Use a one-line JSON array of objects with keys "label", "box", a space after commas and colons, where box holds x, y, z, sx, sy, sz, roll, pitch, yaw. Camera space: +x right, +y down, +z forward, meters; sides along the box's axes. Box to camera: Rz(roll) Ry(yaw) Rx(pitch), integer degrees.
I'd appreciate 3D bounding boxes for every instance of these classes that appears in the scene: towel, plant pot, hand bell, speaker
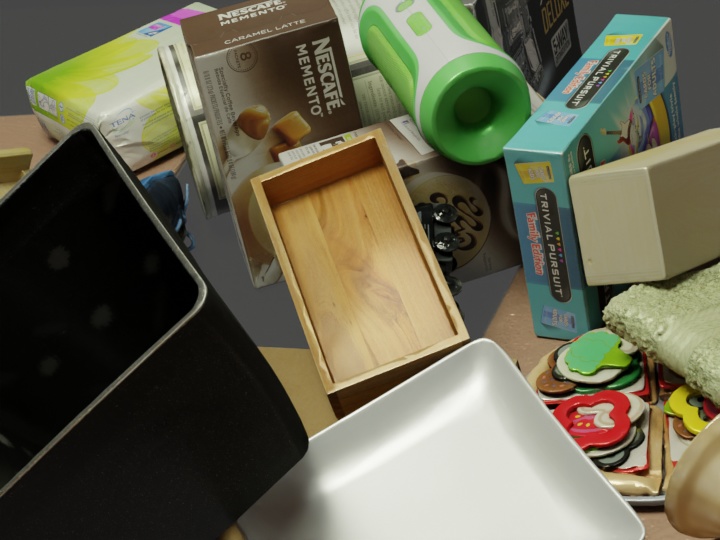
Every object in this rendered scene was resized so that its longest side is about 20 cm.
[{"label": "towel", "box": [0.270, 0.031, 1.282, 0.199, 0.037, 0.148, -14, 30, -28]}, {"label": "plant pot", "box": [-0.150, 0.072, 1.191, 0.199, 0.177, 0.200, -43, 44, 3]}, {"label": "hand bell", "box": [0.267, 0.165, 1.082, 0.104, 0.105, 0.200, -25, 45, -19]}, {"label": "speaker", "box": [0.057, -0.149, 1.430, 0.088, 0.089, 0.200, -17, 30, -7]}]

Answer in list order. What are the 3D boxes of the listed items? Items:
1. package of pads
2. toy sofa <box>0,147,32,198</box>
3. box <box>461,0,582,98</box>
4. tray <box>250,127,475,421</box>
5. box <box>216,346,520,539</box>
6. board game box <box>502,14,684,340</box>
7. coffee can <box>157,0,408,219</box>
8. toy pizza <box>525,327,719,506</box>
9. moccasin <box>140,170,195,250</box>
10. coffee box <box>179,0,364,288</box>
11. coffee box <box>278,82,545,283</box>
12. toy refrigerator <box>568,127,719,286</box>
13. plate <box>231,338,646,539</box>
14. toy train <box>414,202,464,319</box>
[{"label": "package of pads", "box": [-0.181, -0.167, 1.801, 0.199, 0.069, 0.154, -29, 33, -24]}, {"label": "toy sofa", "box": [-0.246, 0.004, 1.488, 0.082, 0.098, 0.200, -11, 45, -40]}, {"label": "box", "box": [0.120, -0.191, 1.634, 0.049, 0.159, 0.200, 3, 33, 26]}, {"label": "tray", "box": [0.000, 0.000, 1.328, 0.098, 0.037, 0.201, -21, 50, 0]}, {"label": "box", "box": [-0.009, 0.118, 1.269, 0.198, 0.021, 0.164, 1, 48, 24]}, {"label": "board game box", "box": [0.174, -0.069, 1.416, 0.047, 0.152, 0.200, 7, 36, 29]}, {"label": "coffee can", "box": [-0.052, -0.140, 1.626, 0.198, 0.147, 0.147, -16, 30, -5]}, {"label": "toy pizza", "box": [0.192, 0.079, 1.282, 0.198, 0.032, 0.201, -10, 30, 6]}, {"label": "moccasin", "box": [-0.175, -0.032, 1.567, 0.080, 0.069, 0.200, -24, 6, 8]}, {"label": "coffee box", "box": [-0.056, -0.102, 1.512, 0.113, 0.201, 0.080, -16, 30, -5]}, {"label": "coffee box", "box": [0.052, -0.052, 1.474, 0.198, 0.114, 0.080, -18, 31, -7]}, {"label": "toy refrigerator", "box": [0.224, -0.048, 1.369, 0.070, 0.077, 0.199, -6, 9, 40]}, {"label": "plate", "box": [0.041, 0.151, 1.177, 0.199, 0.032, 0.200, -31, 43, -7]}, {"label": "toy train", "box": [0.047, 0.031, 1.363, 0.045, 0.034, 0.201, 1, 49, -2]}]
